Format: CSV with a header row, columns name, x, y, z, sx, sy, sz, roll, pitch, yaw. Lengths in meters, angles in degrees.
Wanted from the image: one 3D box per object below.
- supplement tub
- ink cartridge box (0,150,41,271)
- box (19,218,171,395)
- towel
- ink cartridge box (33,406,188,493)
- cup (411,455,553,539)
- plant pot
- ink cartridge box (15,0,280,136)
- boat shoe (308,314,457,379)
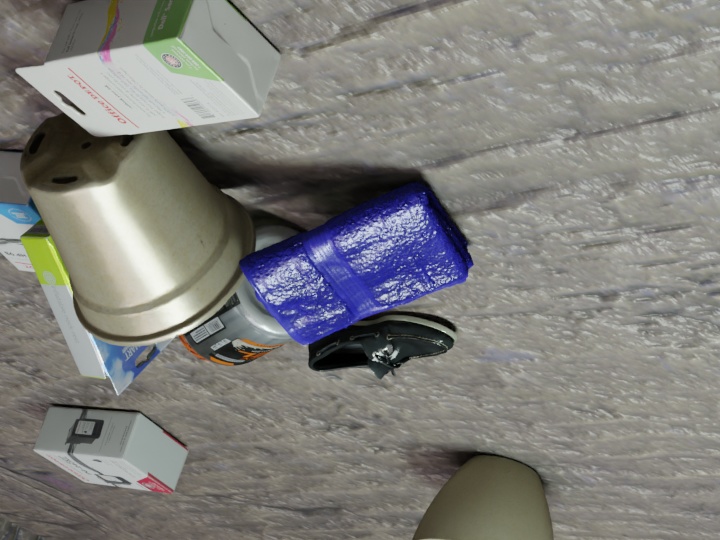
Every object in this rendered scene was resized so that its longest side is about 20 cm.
name,x,y,z,sx,sy,sz,roll,pitch,yaw
supplement tub,-0.123,0.033,1.620,0.122,0.123,0.200,26,156,-19
ink cartridge box,-0.352,-0.052,1.660,0.115,0.067,0.200,5,153,25
box,-0.274,0.017,1.595,0.047,0.122,0.201,3,125,33
towel,0.000,0.000,1.446,0.199,0.050,0.148,-25,143,13
ink cartridge box,-0.403,0.288,2.409,0.199,0.084,0.145,0,151,33
cup,0.181,0.338,2.047,0.199,0.144,0.201,15,157,7
plant pot,-0.224,-0.063,1.430,0.199,0.201,0.184,4,141,28
ink cartridge box,-0.183,-0.177,1.271,0.199,0.068,0.117,-3,150,36
boat shoe,0.019,0.093,1.720,0.198,0.067,0.075,2,152,31
